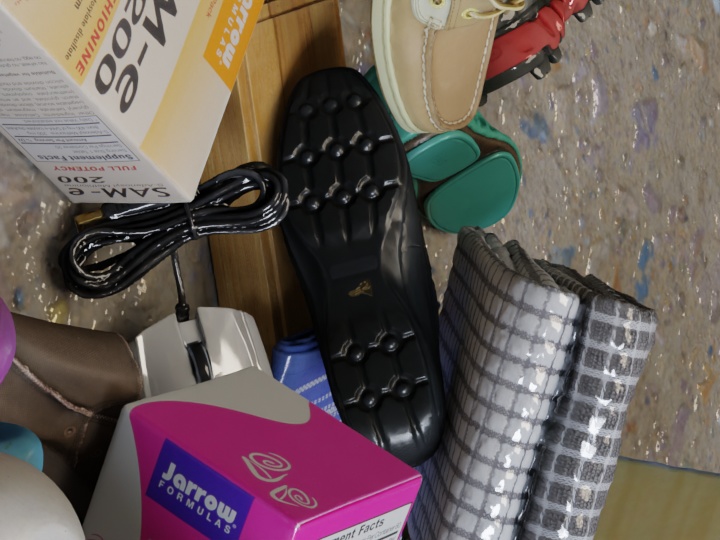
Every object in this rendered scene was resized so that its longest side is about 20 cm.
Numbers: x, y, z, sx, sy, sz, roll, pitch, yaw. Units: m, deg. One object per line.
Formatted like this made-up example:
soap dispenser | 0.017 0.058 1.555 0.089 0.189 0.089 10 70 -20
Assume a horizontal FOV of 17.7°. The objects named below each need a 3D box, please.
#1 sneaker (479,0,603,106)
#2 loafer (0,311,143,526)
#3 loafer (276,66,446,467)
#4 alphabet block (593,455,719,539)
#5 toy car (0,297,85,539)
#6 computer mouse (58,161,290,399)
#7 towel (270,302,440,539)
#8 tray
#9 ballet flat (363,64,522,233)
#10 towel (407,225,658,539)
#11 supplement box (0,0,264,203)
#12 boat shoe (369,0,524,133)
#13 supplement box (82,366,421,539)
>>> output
sneaker | 0.086 -0.173 1.329 0.098 0.071 0.201 60 29 -13
loafer | -0.135 0.044 0.981 0.071 0.073 0.200 -45 146 -6
loafer | 0.000 0.000 1.129 0.070 0.068 0.202 72 6 -74
alphabet block | 0.131 0.234 1.284 0.201 0.195 0.196 -66 148 -30
toy car | -0.185 0.051 0.822 0.200 0.174 0.150 57 45 -41
computer mouse | -0.072 0.056 1.083 0.109 0.044 0.201 -16 111 -16
towel | -0.010 0.115 1.199 0.145 0.024 0.201 -20 120 -56
tray | -0.037 -0.039 1.178 0.099 0.037 0.201 -28 115 -54
ballet flat | 0.043 -0.075 1.265 0.071 0.067 0.200 65 8 16
towel | 0.080 0.076 1.139 0.200 0.085 0.167 -120 -136 -82
supplement box | -0.130 -0.133 0.994 0.200 0.073 0.127 47 53 -48
boat shoe | 0.051 -0.151 1.098 0.074 0.066 0.201 -34 135 -45
supplement box | -0.067 0.157 1.008 0.103 0.101 0.201 -12 127 -57
